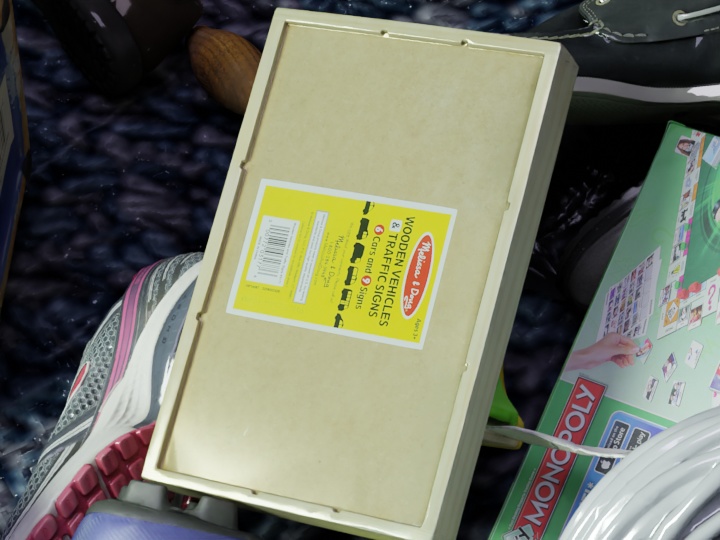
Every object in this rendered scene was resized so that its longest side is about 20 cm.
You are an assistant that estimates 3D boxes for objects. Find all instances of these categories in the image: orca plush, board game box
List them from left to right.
[{"bbox_3d":[0.115,-0.087,0.942,0.105,0.071,0.200,36,65,27],"label":"orca plush"},{"bbox_3d":[0.146,0.051,0.810,0.134,0.029,0.200,20,81,31],"label":"board game box"}]

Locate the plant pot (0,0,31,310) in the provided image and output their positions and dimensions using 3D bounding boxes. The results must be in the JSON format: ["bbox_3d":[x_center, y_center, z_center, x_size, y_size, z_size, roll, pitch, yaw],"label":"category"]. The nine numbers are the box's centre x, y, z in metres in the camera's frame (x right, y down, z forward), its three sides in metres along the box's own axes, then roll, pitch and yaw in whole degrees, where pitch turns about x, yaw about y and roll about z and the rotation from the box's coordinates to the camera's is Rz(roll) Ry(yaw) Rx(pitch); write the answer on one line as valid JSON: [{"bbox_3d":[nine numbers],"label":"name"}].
[{"bbox_3d":[-0.243,-0.045,0.877,0.179,0.200,0.200,4,55,0],"label":"plant pot"}]

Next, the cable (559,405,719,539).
[{"bbox_3d":[0.156,0.141,0.717,0.200,0.069,0.200,-32,93,7],"label":"cable"}]

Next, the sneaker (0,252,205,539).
[{"bbox_3d":[-0.098,0.078,0.851,0.075,0.081,0.200,1,48,42],"label":"sneaker"}]

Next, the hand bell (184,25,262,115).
[{"bbox_3d":[-0.035,-0.069,0.941,0.104,0.104,0.200,-29,40,-15],"label":"hand bell"}]

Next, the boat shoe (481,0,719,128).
[{"bbox_3d":[0.117,-0.097,0.878,0.199,0.072,0.068,-2,84,-8],"label":"boat shoe"}]

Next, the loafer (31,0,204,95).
[{"bbox_3d":[-0.145,-0.171,1.037,0.071,0.073,0.200,-26,64,-20],"label":"loafer"}]

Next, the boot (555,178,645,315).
[{"bbox_3d":[0.195,0.010,0.873,0.199,0.068,0.131,-18,60,-6],"label":"boot"}]

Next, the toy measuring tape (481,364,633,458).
[{"bbox_3d":[0.053,0.035,0.813,0.200,0.074,0.074,5,52,35],"label":"toy measuring tape"}]

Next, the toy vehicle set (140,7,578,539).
[{"bbox_3d":[0.000,0.000,0.797,0.124,0.027,0.201,11,78,23],"label":"toy vehicle set"}]

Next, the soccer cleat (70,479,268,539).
[{"bbox_3d":[-0.020,0.144,0.785,0.200,0.065,0.084,18,77,-6],"label":"soccer cleat"}]
